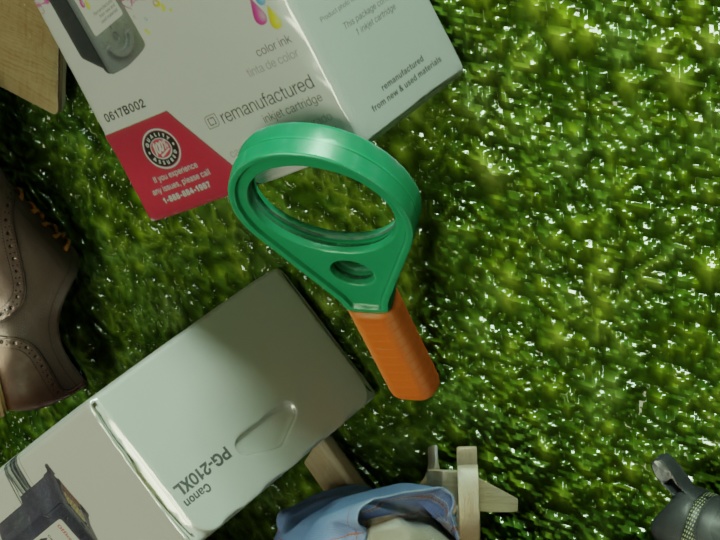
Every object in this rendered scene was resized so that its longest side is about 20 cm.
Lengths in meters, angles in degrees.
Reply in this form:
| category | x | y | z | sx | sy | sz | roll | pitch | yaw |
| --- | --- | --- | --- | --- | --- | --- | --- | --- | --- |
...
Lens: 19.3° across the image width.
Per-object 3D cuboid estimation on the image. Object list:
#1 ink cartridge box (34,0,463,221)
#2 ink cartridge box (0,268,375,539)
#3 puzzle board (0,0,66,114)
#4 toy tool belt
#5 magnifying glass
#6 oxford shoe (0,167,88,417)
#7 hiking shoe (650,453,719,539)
| category | x | y | z | sx | sy | sz | roll | pitch | yaw |
| --- | --- | --- | --- | --- | --- | --- | --- | --- | --- |
| ink cartridge box | -0.069 | -0.138 | 0.909 | 0.147 | 0.086 | 0.201 | -17 | 107 | 45 |
| ink cartridge box | -0.109 | 0.098 | 1.052 | 0.085 | 0.145 | 0.200 | 53 | 136 | -1 |
| puzzle board | -0.220 | -0.181 | 1.056 | 0.199 | 0.017 | 0.151 | 28 | 133 | 24 |
| toy tool belt | 0.016 | 0.132 | 0.984 | 0.200 | 0.124 | 0.124 | 158 | 106 | -67 |
| magnifying glass | 0.000 | 0.000 | 0.924 | 0.079 | 0.022 | 0.200 | 3 | 147 | 20 |
| oxford shoe | -0.187 | -0.021 | 1.105 | 0.071 | 0.072 | 0.201 | -122 | 23 | -65 |
| hiking shoe | 0.138 | 0.174 | 0.962 | 0.101 | 0.076 | 0.201 | 38 | 126 | 25 |
